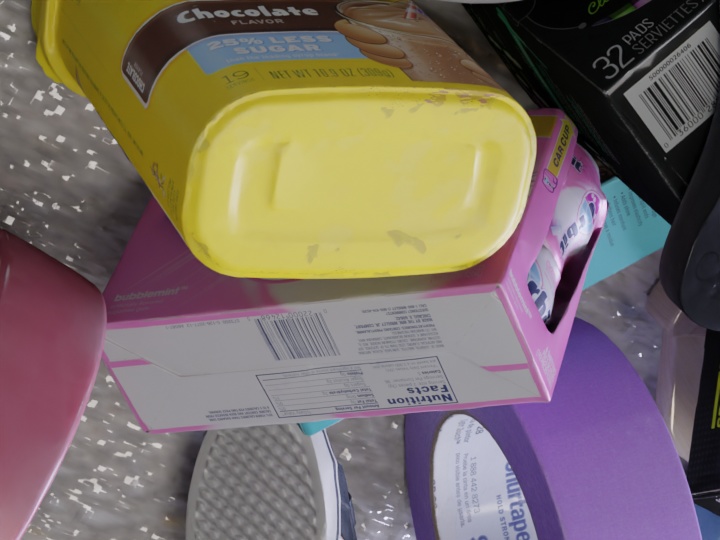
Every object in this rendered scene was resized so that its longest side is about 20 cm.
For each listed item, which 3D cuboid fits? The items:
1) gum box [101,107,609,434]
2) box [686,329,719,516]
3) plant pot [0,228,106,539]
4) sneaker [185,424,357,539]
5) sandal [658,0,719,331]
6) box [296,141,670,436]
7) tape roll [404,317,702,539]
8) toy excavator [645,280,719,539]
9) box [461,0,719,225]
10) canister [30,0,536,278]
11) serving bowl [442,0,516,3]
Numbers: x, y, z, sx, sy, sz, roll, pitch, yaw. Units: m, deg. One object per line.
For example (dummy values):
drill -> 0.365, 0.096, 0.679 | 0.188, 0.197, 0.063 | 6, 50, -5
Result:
gum box -> 0.000, 0.000, 0.969 | 0.200, 0.114, 0.066 | -6, 129, 25
box -> 0.251, 0.056, 1.152 | 0.200, 0.048, 0.193 | 29, 63, -33
plant pot -> -0.226, 0.047, 0.920 | 0.179, 0.200, 0.200 | 33, 101, -18
sneaker -> -0.036, 0.147, 1.124 | 0.079, 0.078, 0.200 | -29, 123, -62
sandal -> 0.168, -0.065, 0.868 | 0.076, 0.043, 0.200 | -3, 118, -23
box -> 0.041, -0.006, 1.066 | 0.200, 0.082, 0.049 | -28, 124, -8
tape roll -> 0.088, 0.125, 1.087 | 0.066, 0.200, 0.200 | -13, 121, -18
toy excavator -> 0.202, 0.114, 1.208 | 0.200, 0.100, 0.195 | 24, 104, -24
box -> 0.138, -0.120, 0.974 | 0.149, 0.200, 0.124 | -40, 125, 1
canister -> -0.034, -0.076, 0.920 | 0.148, 0.200, 0.087 | -2, 118, -24
serving bowl -> 0.052, -0.186, 0.923 | 0.200, 0.200, 0.066 | -30, 155, -7
